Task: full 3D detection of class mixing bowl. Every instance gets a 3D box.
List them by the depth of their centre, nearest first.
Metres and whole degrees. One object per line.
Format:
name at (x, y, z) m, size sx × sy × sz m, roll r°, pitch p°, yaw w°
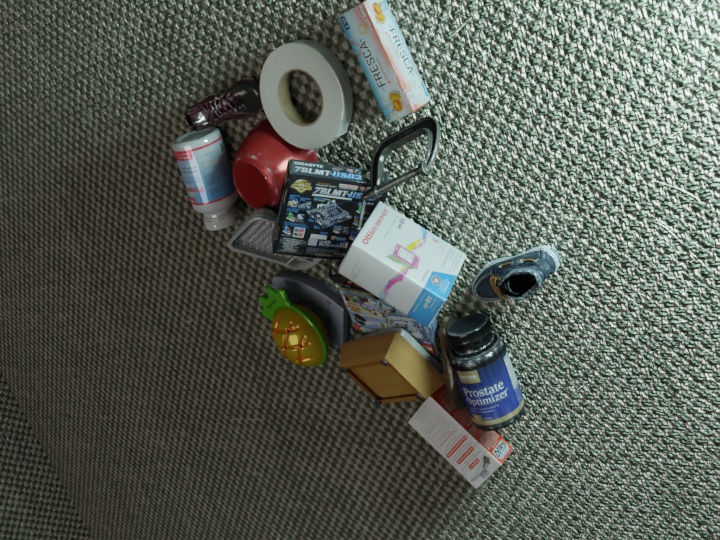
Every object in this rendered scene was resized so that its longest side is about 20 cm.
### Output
mixing bowl at (-0.186, -0.193, 1.801) m, size 0.197 × 0.108 × 0.204 m, roll 21°, pitch 130°, yaw 28°

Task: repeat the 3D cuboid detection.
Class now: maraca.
maraca at (-0.145, 0.122, 1.920) m, size 0.201 × 0.107 × 0.137 m, roll 49°, pitch 137°, yaw 3°

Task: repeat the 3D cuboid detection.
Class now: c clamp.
c clamp at (0.070, -0.178, 1.578) m, size 0.027 × 0.174 × 0.198 m, roll 27°, pitch 141°, yaw -34°

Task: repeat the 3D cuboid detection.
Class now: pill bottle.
pill bottle at (0.234, 0.190, 1.691) m, size 0.110 × 0.112 × 0.203 m, roll -7°, pitch 113°, yaw 42°
pill bottle at (-0.325, -0.195, 1.914) m, size 0.107 × 0.108 × 0.204 m, roll 3°, pitch 119°, yaw 38°

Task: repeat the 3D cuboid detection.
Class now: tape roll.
tape roll at (-0.104, -0.330, 1.680) m, size 0.200 × 0.037 × 0.207 m, roll 17°, pitch 121°, yaw 29°

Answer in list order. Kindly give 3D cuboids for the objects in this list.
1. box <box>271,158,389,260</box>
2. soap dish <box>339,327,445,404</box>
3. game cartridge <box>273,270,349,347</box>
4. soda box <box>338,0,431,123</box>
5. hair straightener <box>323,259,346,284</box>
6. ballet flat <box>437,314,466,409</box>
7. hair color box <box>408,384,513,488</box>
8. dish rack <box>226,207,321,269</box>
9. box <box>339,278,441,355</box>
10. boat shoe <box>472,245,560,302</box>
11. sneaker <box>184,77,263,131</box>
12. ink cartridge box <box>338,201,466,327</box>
box at (-0.060, -0.110, 1.708) m, size 0.195 × 0.050 × 0.201 m, roll 5°, pitch 131°, yaw -14°
soap dish at (0.059, 0.201, 1.828) m, size 0.157 × 0.082 × 0.199 m, roll 45°, pitch 148°, yaw -19°
game cartridge at (-0.108, 0.080, 1.964) m, size 0.197 × 0.040 × 0.135 m, roll 24°, pitch 133°, yaw 27°
soda box at (0.043, -0.363, 1.528) m, size 0.068 × 0.063 × 0.203 m, roll -15°, pitch 106°, yaw 44°
hair straightener at (0.000, 0.000, 1.826) m, size 0.197 × 0.041 × 0.078 m, roll 15°, pitch 126°, yaw 38°
ballet flat at (0.184, 0.180, 1.765) m, size 0.046 × 0.067 × 0.204 m, roll 15°, pitch 124°, yaw 49°
hair color box at (0.206, 0.342, 1.849) m, size 0.200 × 0.064 × 0.112 m, roll 44°, pitch 135°, yaw 11°
dish rack at (-0.161, -0.068, 1.834) m, size 0.197 × 0.044 × 0.171 m, roll 16°, pitch 153°, yaw -26°
box at (0.064, 0.092, 1.790) m, size 0.197 × 0.040 × 0.138 m, roll 14°, pitch 144°, yaw 31°
boat shoe at (0.256, 0.020, 1.576) m, size 0.199 × 0.091 × 0.071 m, roll -31°, pitch 96°, yaw 47°
sneaker at (-0.282, -0.320, 1.791) m, size 0.198 × 0.115 × 0.077 m, roll -11°, pitch 110°, yaw 44°
ink cartridge box at (0.077, -0.014, 1.637) m, size 0.197 × 0.145 × 0.085 m, roll 30°, pitch 134°, yaw 2°
